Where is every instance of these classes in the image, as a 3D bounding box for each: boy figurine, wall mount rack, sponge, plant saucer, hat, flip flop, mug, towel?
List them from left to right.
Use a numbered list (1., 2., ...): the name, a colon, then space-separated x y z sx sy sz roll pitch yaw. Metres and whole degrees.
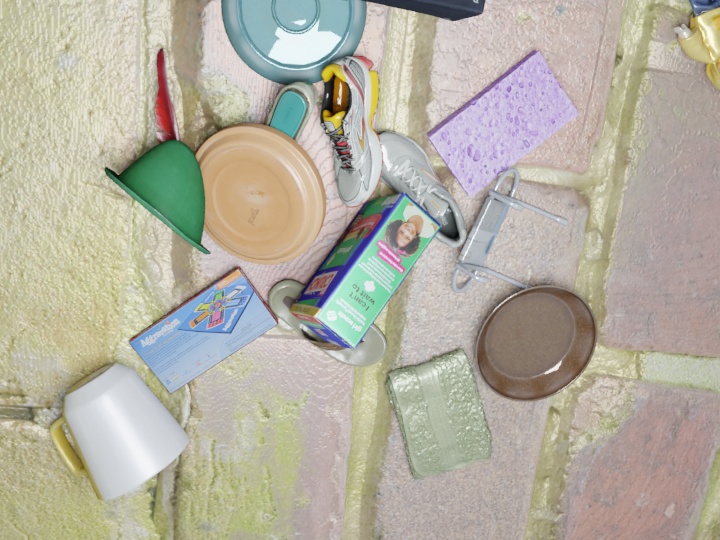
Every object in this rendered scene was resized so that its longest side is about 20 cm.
1. mug: -0.363 0.229 1.105 0.185 0.149 0.155 -30 100 -5
2. hat: -0.222 -0.149 1.014 0.177 0.165 0.200 -51 123 -5
3. plant saucer: -0.144 -0.098 1.052 0.197 0.032 0.203 8 119 14
4. plant saucer: -0.087 -0.351 1.034 0.197 0.027 0.203 -2 106 -7
5. flip flop: -0.049 0.084 1.147 0.199 0.058 0.081 35 98 -15
6. towel: 0.129 0.232 1.227 0.146 0.037 0.203 -18 108 -4
7. sponge: 0.205 -0.210 1.113 0.199 0.030 0.112 -37 108 4
8. wall mount rack: 0.221 -0.041 1.143 0.173 0.074 0.202 7 111 -53
9. plant saucer: 0.269 0.109 1.202 0.197 0.037 0.203 -4 113 -9
10. boy figurine: 0.507 -0.346 1.101 0.123 0.064 0.203 -17 104 -6

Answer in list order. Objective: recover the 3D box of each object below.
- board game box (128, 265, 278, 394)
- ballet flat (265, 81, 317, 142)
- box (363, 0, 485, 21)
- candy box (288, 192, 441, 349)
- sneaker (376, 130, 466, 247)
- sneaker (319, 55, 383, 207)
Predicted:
1. board game box: -0.230 0.089 1.135 0.199 0.019 0.104 -32 109 8
2. ballet flat: -0.113 -0.172 1.058 0.067 0.062 0.201 37 121 -3
3. box: 0.066 -0.437 0.969 0.194 0.117 0.203 6 102 -15
4. candy box: 0.000 0.000 1.047 0.077 0.169 0.201 37 79 -14
5. sneaker: 0.089 -0.115 1.092 0.076 0.092 0.200 -42 106 6
6. sneaker: -0.023 -0.187 1.051 0.082 0.077 0.203 -18 107 -49
